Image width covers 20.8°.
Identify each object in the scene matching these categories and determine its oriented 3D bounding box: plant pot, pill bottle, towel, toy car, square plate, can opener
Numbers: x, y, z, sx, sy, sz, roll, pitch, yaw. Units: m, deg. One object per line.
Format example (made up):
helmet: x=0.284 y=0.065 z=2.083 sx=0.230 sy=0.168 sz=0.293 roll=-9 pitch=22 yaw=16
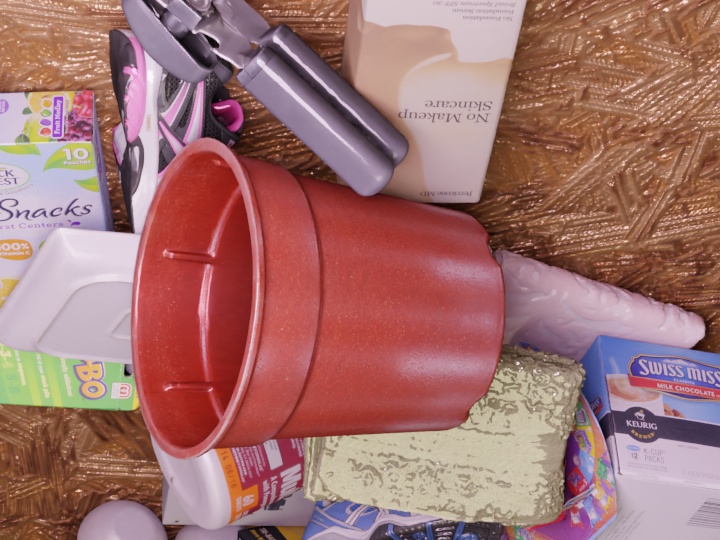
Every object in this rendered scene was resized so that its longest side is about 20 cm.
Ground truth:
plant pot: x=-0.024 y=0.025 z=1.278 sx=0.194 sy=0.202 sz=0.201 roll=5 pitch=143 yaw=-29
pill bottle: x=-0.052 y=0.110 z=1.500 sx=0.199 sy=0.110 sz=0.110 roll=-23 pitch=150 yaw=-24
towel: x=0.058 y=0.113 z=1.430 sx=0.198 sy=0.037 sz=0.150 roll=6 pitch=116 yaw=-2
toy car: x=-0.189 y=0.309 z=1.770 sx=0.198 sy=0.151 sz=0.175 roll=12 pitch=141 yaw=-21
square plate: x=-0.150 y=0.028 z=1.411 sx=0.198 sy=0.029 sz=0.198 roll=6 pitch=155 yaw=-23
can opener: x=-0.062 y=-0.119 z=1.233 sx=0.200 sy=0.053 sz=0.067 roll=43 pitch=133 yaw=-9
towel: x=0.145 y=0.065 z=1.581 sx=0.199 sy=0.032 sz=0.191 roll=16 pitch=139 yaw=-25

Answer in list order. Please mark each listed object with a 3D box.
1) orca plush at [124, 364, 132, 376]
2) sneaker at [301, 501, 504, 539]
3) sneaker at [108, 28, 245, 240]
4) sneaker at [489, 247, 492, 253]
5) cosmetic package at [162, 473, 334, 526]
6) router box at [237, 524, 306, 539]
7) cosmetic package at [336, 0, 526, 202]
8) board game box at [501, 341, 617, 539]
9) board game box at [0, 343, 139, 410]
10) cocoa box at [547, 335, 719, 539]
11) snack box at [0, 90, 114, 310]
orca plush: x=-0.108 y=0.102 z=1.570 sx=0.199 sy=0.072 sz=0.105 roll=13 pitch=140 yaw=-22
sneaker: x=0.028 y=0.200 z=1.571 sx=0.199 sy=0.077 sz=0.076 roll=-15 pitch=136 yaw=32
sneaker: x=-0.119 y=-0.084 z=1.322 sx=0.086 sy=0.081 sz=0.201 roll=-8 pitch=150 yaw=-11
sneaker: x=0.000 y=0.000 z=1.449 sx=0.198 sy=0.081 sz=0.077 roll=11 pitch=147 yaw=12
cosmetic package: x=-0.066 y=0.173 z=1.663 sx=0.198 sy=0.052 sz=0.151 roll=2 pitch=158 yaw=-8
router box: x=0.004 y=0.274 z=1.680 sx=0.156 sy=0.200 sz=0.053 roll=-7 pitch=113 yaw=-28
cosmetic package: x=0.041 y=-0.133 z=1.273 sx=0.104 sy=0.072 sz=0.201 roll=0 pitch=143 yaw=-5
board game box: x=0.121 y=0.155 z=1.535 sx=0.039 sy=0.159 sz=0.200 roll=-13 pitch=156 yaw=-30
board game box: x=-0.263 y=0.057 z=1.504 sx=0.198 sy=0.030 sz=0.096 roll=5 pitch=117 yaw=-9
cocoa box: x=0.218 y=0.166 z=1.585 sx=0.132 sy=0.132 sz=0.200 roll=9 pitch=141 yaw=-15
snack box: x=-0.247 y=-0.042 z=1.378 sx=0.141 sy=0.053 sz=0.201 roll=-3 pitch=144 yaw=-4
